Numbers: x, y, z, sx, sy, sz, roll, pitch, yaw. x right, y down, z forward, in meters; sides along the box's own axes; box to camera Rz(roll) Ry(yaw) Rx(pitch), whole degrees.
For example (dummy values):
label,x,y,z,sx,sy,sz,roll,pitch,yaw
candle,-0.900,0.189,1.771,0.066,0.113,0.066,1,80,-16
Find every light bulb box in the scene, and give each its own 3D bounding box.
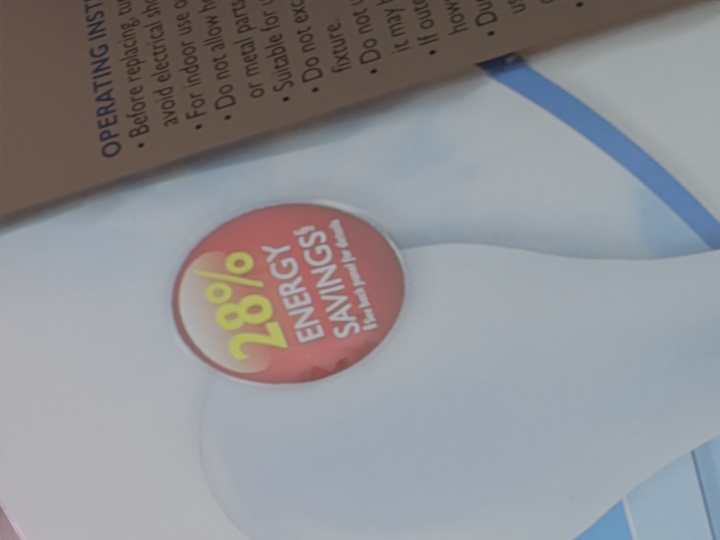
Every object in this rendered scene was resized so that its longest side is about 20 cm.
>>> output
label,x,y,z,sx,sy,sz,roll,pitch,yaw
light bulb box,0.033,0.004,0.407,0.200,0.198,0.125,-18,-141,4

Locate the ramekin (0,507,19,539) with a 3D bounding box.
label,x,y,z,sx,sy,sz,roll,pitch,yaw
ramekin,-0.117,0.114,1.026,0.200,0.105,0.200,-9,-165,2
